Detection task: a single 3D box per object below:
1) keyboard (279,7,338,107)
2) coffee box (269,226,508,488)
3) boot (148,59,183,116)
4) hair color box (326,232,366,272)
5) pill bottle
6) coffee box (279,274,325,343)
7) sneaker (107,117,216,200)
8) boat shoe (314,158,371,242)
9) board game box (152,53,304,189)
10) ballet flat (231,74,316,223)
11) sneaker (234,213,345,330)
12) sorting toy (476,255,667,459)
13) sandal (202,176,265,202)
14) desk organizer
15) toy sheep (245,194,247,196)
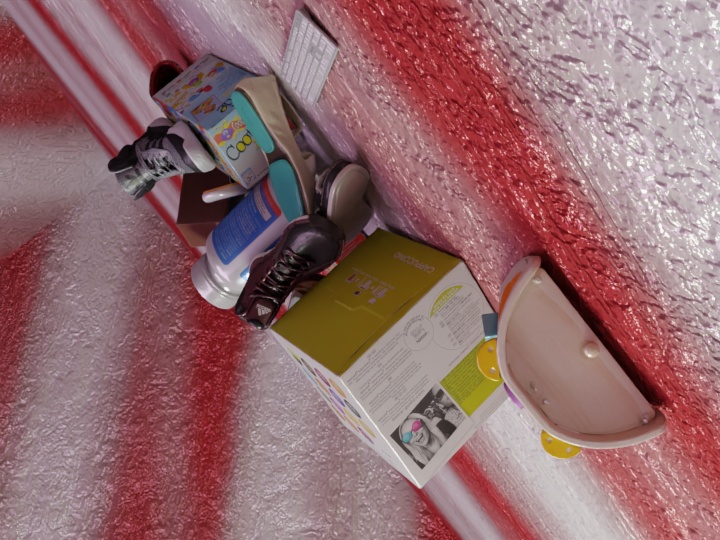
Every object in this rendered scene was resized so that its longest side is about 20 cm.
[{"bbox_3d":[-0.057,-0.222,1.037,0.056,0.011,0.200,50,169,-1],"label":"keyboard"},{"bbox_3d":[0.046,0.097,1.190,0.198,0.200,0.199,55,165,-28],"label":"coffee box"},{"bbox_3d":[-0.265,-0.224,1.525,0.151,0.073,0.201,59,-169,-55],"label":"boot"},{"bbox_3d":[0.000,0.000,1.401,0.200,0.061,0.102,49,169,8],"label":"hair color box"},{"bbox_3d":[-0.142,-0.039,1.331,0.112,0.200,0.113,38,-153,-24],"label":"pill bottle"},{"bbox_3d":[-0.059,0.066,1.530,0.113,0.080,0.200,15,-169,-5],"label":"coffee box"},{"bbox_3d":[-0.271,-0.142,1.306,0.076,0.114,0.200,54,168,-28],"label":"sneaker"},{"bbox_3d":[-0.028,-0.094,1.196,0.060,0.074,0.200,41,175,13],"label":"boat shoe"},{"bbox_3d":[-0.181,-0.206,1.314,0.200,0.105,0.103,35,162,52],"label":"board game box"},{"bbox_3d":[-0.090,-0.150,1.207,0.201,0.069,0.069,66,164,-16],"label":"ballet flat"},{"bbox_3d":[-0.093,0.016,1.191,0.075,0.116,0.200,33,145,-14],"label":"sneaker"},{"bbox_3d":[0.184,0.083,0.966,0.200,0.107,0.180,51,-173,-6],"label":"sorting toy"},{"bbox_3d":[-0.156,-0.141,1.370,0.206,0.079,0.060,-27,-75,-64],"label":"sandal"},{"bbox_3d":[-0.216,-0.138,1.444,0.072,0.076,0.202,70,-161,-60],"label":"desk organizer"},{"bbox_3d":[-0.192,-0.102,1.610,0.200,0.138,0.138,50,168,-4],"label":"toy sheep"}]
